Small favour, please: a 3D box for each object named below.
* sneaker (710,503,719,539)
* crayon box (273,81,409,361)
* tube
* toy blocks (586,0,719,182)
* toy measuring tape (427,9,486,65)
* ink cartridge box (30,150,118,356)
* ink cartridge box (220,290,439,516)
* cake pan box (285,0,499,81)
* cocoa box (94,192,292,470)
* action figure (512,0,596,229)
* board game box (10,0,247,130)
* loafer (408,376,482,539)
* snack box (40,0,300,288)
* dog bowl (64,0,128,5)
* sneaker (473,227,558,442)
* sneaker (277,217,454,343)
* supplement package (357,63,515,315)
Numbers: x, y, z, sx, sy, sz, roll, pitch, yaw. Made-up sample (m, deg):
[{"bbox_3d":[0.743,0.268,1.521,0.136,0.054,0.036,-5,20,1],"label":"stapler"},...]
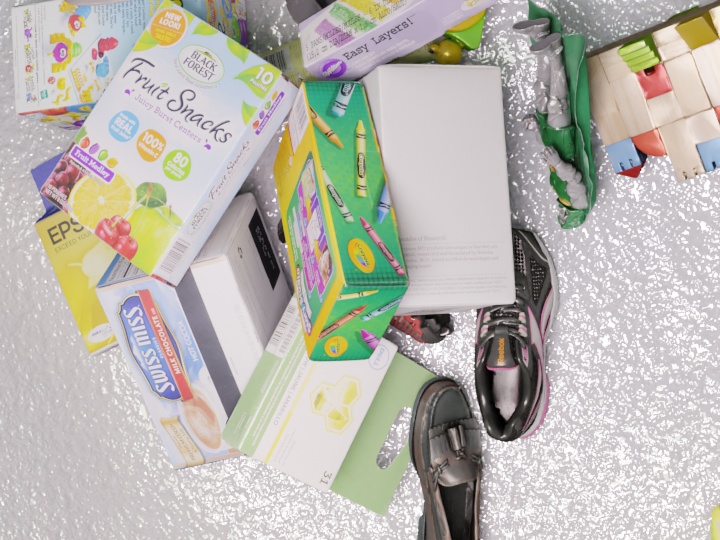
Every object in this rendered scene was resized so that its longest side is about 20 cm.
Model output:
[{"bbox_3d":[0.302,0.302,1.242,0.089,0.078,0.203,6,100,20],"label":"sneaker"},{"bbox_3d":[-0.020,-0.041,1.162,0.057,0.119,0.202,-1,58,-19],"label":"crayon box"},{"bbox_3d":[-0.012,-0.200,1.291,0.198,0.052,0.058,-20,135,11],"label":"tube"},{"bbox_3d":[0.276,-0.141,1.183,0.198,0.100,0.138,-18,101,31],"label":"toy blocks"},{"bbox_3d":[0.084,-0.280,1.232,0.073,0.073,0.203,11,95,16],"label":"toy measuring tape"},{"bbox_3d":[-0.222,-0.046,1.385,0.196,0.047,0.202,-25,91,20],"label":"ink cartridge box"},{"bbox_3d":[-0.009,0.127,1.249,0.199,0.048,0.147,31,83,-31],"label":"ink cartridge box"},{"bbox_3d":[0.025,-0.273,1.209,0.198,0.052,0.186,-25,53,26],"label":"cake pan box"},{"bbox_3d":[-0.135,0.057,1.290,0.130,0.134,0.202,-13,114,14],"label":"cocoa box"},{"bbox_3d":[0.171,-0.118,1.202,0.054,0.119,0.202,-18,126,-1],"label":"action figure"},{"bbox_3d":[-0.214,-0.201,1.319,0.197,0.103,0.107,-5,85,19],"label":"board game box"},{"bbox_3d":[0.089,0.200,1.295,0.063,0.071,0.203,22,118,58],"label":"loafer"},{"bbox_3d":[-0.162,-0.109,1.193,0.142,0.053,0.201,34,90,23],"label":"snack box"},{"bbox_3d":[-0.191,-0.293,1.262,0.197,0.201,0.059,-6,115,19],"label":"dog bowl"},{"bbox_3d":[0.136,0.059,1.256,0.079,0.086,0.203,-5,96,17],"label":"sneaker"},{"bbox_3d":[0.000,0.000,1.305,0.200,0.071,0.098,45,127,-4],"label":"sneaker"},{"bbox_3d":[0.055,-0.066,1.209,0.116,0.117,0.203,-2,86,-17],"label":"supplement package"}]
